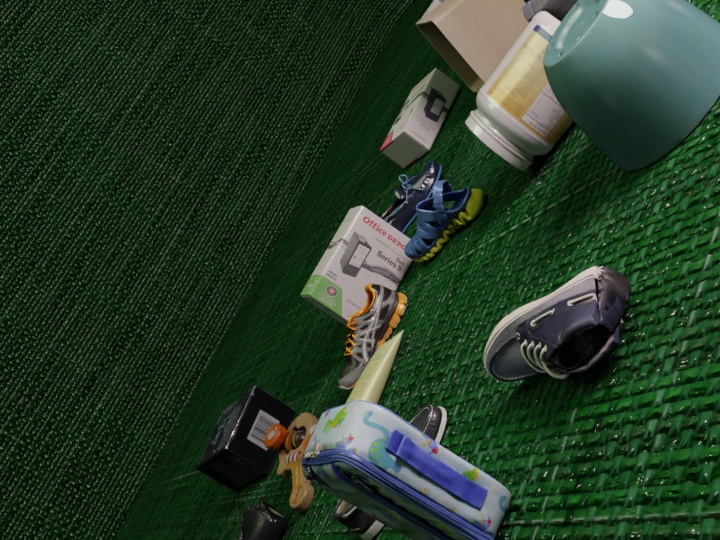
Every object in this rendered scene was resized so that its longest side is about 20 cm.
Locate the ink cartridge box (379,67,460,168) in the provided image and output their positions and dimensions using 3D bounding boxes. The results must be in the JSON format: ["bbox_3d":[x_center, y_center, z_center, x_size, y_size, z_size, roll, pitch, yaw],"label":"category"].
[{"bbox_3d":[0.146,-0.370,2.150,0.202,0.084,0.144,-63,15,-22],"label":"ink cartridge box"}]

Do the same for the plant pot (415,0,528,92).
[{"bbox_3d":[0.258,-0.512,1.866,0.177,0.200,0.200,-44,14,4],"label":"plant pot"}]

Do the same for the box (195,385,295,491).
[{"bbox_3d":[-0.241,0.354,1.844,0.200,0.106,0.150,-41,21,53],"label":"box"}]

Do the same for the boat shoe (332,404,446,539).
[{"bbox_3d":[0.038,0.252,1.137,0.202,0.060,0.076,-58,13,0],"label":"boat shoe"}]

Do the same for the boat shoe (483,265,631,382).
[{"bbox_3d":[0.194,0.079,0.924,0.200,0.074,0.093,-46,9,39],"label":"boat shoe"}]

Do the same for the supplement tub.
[{"bbox_3d":[0.264,-0.268,1.331,0.201,0.143,0.145,-52,13,19],"label":"supplement tub"}]

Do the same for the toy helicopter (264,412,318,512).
[{"bbox_3d":[-0.094,0.321,1.500,0.132,0.079,0.201,-42,28,21],"label":"toy helicopter"}]

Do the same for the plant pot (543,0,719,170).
[{"bbox_3d":[0.317,-0.249,1.055,0.202,0.160,0.201,-53,14,19],"label":"plant pot"}]

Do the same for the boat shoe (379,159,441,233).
[{"bbox_3d":[0.095,-0.149,1.852,0.202,0.068,0.084,-57,13,3],"label":"boat shoe"}]

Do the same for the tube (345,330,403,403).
[{"bbox_3d":[0.018,0.185,1.420,0.057,0.052,0.202,4,47,27],"label":"tube"}]

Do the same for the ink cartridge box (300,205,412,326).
[{"bbox_3d":[0.000,0.000,1.686,0.202,0.144,0.084,-60,14,-10],"label":"ink cartridge box"}]

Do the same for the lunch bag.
[{"bbox_3d":[0.044,0.212,0.897,0.083,0.198,0.160,-62,15,-24],"label":"lunch bag"}]

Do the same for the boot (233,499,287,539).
[{"bbox_3d":[-0.182,0.468,1.415,0.170,0.076,0.200,-62,7,-2],"label":"boot"}]

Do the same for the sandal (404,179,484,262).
[{"bbox_3d":[0.131,-0.093,1.553,0.200,0.086,0.080,-49,17,41],"label":"sandal"}]

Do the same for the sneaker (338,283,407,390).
[{"bbox_3d":[0.006,0.115,1.551,0.202,0.077,0.078,-63,16,-16],"label":"sneaker"}]

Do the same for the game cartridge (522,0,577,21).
[{"bbox_3d":[0.354,-0.429,1.344,0.197,0.039,0.129,-13,-10,-32],"label":"game cartridge"}]

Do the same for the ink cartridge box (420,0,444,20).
[{"bbox_3d":[0.269,-0.690,2.303,0.201,0.145,0.083,-51,13,24],"label":"ink cartridge box"}]
